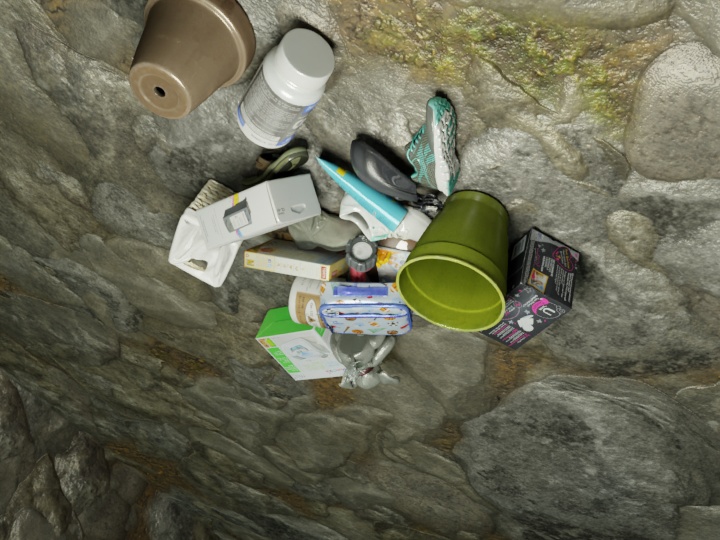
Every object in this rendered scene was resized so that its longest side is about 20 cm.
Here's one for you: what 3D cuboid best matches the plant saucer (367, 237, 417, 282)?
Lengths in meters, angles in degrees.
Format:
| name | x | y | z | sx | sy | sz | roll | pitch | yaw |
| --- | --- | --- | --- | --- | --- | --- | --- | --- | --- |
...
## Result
| name | x | y | z | sx | sy | sz | roll | pitch | yaw |
| --- | --- | --- | --- | --- | --- | --- | --- | --- | --- |
| plant saucer | 0.079 | -0.010 | 1.739 | 0.196 | 0.037 | 0.202 | 17 | 145 | 12 |

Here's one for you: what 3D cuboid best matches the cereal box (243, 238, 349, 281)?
| name | x | y | z | sx | sy | sz | roll | pitch | yaw |
| --- | --- | --- | --- | --- | --- | --- | --- | --- | --- |
| cereal box | -0.126 | -0.023 | 1.758 | 0.196 | 0.144 | 0.040 | 11 | 105 | 20 |

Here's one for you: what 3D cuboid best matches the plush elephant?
| name | x | y | z | sx | sy | sz | roll | pitch | yaw |
| --- | --- | --- | --- | --- | --- | --- | --- | --- | --- |
| plush elephant | 0.012 | 0.200 | 1.930 | 0.161 | 0.203 | 0.156 | 0 | 145 | 19 |

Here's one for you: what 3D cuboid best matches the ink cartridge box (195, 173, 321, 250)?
| name | x | y | z | sx | sy | sz | roll | pitch | yaw |
| --- | --- | --- | --- | --- | --- | --- | --- | --- | --- |
| ink cartridge box | -0.196 | -0.114 | 1.621 | 0.197 | 0.147 | 0.087 | -18 | 92 | 35 |

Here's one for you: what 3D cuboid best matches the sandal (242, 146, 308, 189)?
| name | x | y | z | sx | sy | sz | roll | pitch | yaw |
| --- | --- | --- | --- | --- | --- | --- | --- | --- | --- |
| sandal | -0.163 | -0.205 | 1.606 | 0.200 | 0.079 | 0.058 | -25 | 88 | 52 |

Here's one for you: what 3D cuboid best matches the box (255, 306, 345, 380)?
| name | x | y | z | sx | sy | sz | roll | pitch | yaw |
| --- | --- | --- | --- | --- | --- | --- | --- | --- | --- |
| box | -0.122 | 0.172 | 2.048 | 0.197 | 0.098 | 0.177 | -10 | 131 | 38 |

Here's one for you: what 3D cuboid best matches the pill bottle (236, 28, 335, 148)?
| name | x | y | z | sx | sy | sz | roll | pitch | yaw |
| --- | --- | --- | --- | --- | --- | --- | --- | --- | --- |
| pill bottle | -0.125 | -0.303 | 1.403 | 0.113 | 0.115 | 0.200 | 32 | 145 | -12 |

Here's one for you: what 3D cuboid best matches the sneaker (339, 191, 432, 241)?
| name | x | y | z | sx | sy | sz | roll | pitch | yaw |
| --- | --- | --- | --- | --- | --- | --- | --- | --- | --- |
| sneaker | 0.050 | -0.085 | 1.609 | 0.197 | 0.090 | 0.076 | 24 | 145 | -1 |

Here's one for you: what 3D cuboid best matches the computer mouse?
| name | x | y | z | sx | sy | sz | roll | pitch | yaw |
| --- | --- | --- | --- | --- | --- | --- | --- | --- | --- |
| computer mouse | 0.053 | -0.156 | 1.506 | 0.199 | 0.053 | 0.138 | 37 | 179 | -9 |

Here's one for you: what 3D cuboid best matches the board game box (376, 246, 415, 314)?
| name | x | y | z | sx | sy | sz | roll | pitch | yaw |
| --- | --- | --- | --- | --- | --- | --- | --- | --- | --- |
| board game box | 0.127 | 0.041 | 1.723 | 0.196 | 0.026 | 0.202 | 12 | 143 | 18 |

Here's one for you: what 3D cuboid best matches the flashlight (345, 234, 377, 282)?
| name | x | y | z | sx | sy | sz | roll | pitch | yaw |
| --- | --- | --- | --- | --- | --- | --- | --- | --- | --- |
| flashlight | 0.000 | 0.000 | 1.688 | 0.067 | 0.068 | 0.201 | 26 | 157 | 10 |

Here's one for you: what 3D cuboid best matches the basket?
| name | x | y | z | sx | sy | sz | roll | pitch | yaw |
| --- | --- | --- | --- | --- | --- | --- | --- | --- | --- |
| basket | -0.316 | -0.080 | 1.804 | 0.134 | 0.125 | 0.201 | 28 | 145 | -6 |

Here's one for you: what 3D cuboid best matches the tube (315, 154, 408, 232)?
| name | x | y | z | sx | sy | sz | roll | pitch | yaw |
| --- | --- | --- | --- | --- | --- | --- | --- | --- | --- |
| tube | -0.003 | -0.149 | 1.557 | 0.198 | 0.051 | 0.077 | 37 | 176 | 2 |

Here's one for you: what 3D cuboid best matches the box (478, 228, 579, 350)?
| name | x | y | z | sx | sy | sz | roll | pitch | yaw |
| --- | --- | --- | --- | --- | --- | --- | --- | --- | --- |
| box | 0.308 | 0.039 | 1.581 | 0.113 | 0.134 | 0.200 | 26 | 146 | -10 |

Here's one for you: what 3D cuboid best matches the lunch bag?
| name | x | y | z | sx | sy | sz | roll | pitch | yaw |
| --- | --- | --- | --- | --- | --- | --- | --- | --- | --- |
| lunch bag | 0.008 | 0.075 | 1.699 | 0.195 | 0.077 | 0.161 | -1 | 157 | 6 |

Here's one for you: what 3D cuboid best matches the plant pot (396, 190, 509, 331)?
| name | x | y | z | sx | sy | sz | roll | pitch | yaw |
| --- | --- | --- | --- | --- | --- | --- | --- | --- | --- |
| plant pot | 0.185 | -0.031 | 1.507 | 0.196 | 0.195 | 0.202 | 16 | 146 | 11 |

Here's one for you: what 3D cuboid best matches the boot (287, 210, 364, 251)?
| name | x | y | z | sx | sy | sz | roll | pitch | yaw |
| --- | --- | --- | --- | --- | --- | --- | --- | --- | --- |
| boot | -0.085 | -0.107 | 1.684 | 0.196 | 0.068 | 0.132 | -3 | 132 | 34 |

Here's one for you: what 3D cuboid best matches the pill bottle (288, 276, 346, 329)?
| name | x | y | z | sx | sy | sz | roll | pitch | yaw |
| --- | --- | --- | --- | --- | --- | --- | --- | --- | --- |
| pill bottle | -0.050 | 0.074 | 1.856 | 0.196 | 0.116 | 0.115 | 9 | 143 | 21 |

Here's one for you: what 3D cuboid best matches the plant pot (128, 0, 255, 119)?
| name | x | y | z | sx | sy | sz | roll | pitch | yaw |
| --- | --- | --- | --- | --- | --- | --- | --- | --- | --- |
| plant pot | -0.292 | -0.351 | 1.388 | 0.196 | 0.177 | 0.202 | 15 | 144 | 11 |

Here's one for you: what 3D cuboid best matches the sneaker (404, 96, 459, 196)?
| name | x | y | z | sx | sy | sz | roll | pitch | yaw |
| --- | --- | --- | --- | --- | --- | --- | --- | --- | --- |
| sneaker | 0.114 | -0.209 | 1.424 | 0.089 | 0.078 | 0.202 | 14 | 143 | 20 |
